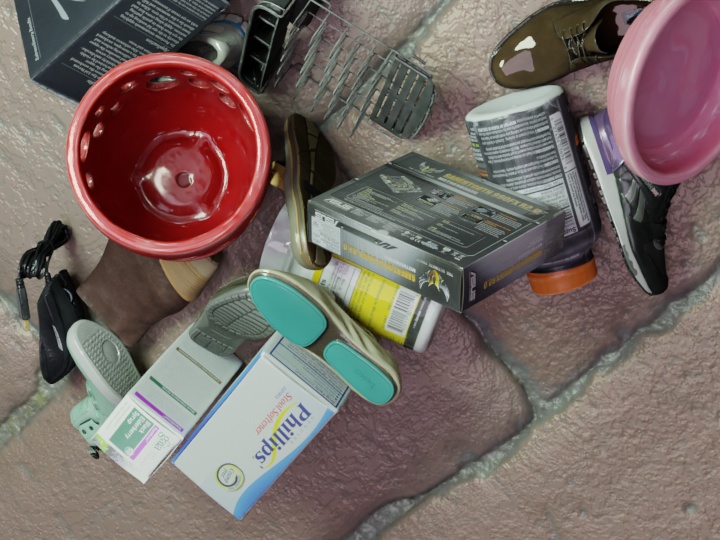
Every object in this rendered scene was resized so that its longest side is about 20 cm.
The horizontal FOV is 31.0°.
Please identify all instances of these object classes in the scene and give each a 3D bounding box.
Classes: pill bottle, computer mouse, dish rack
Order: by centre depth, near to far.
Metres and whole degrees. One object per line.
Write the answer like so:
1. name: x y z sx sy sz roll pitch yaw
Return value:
1. pill bottle: 0.182 -0.078 1.322 0.106 0.106 0.201 -13 106 20
2. dish rack: -0.022 -0.198 1.325 0.199 0.055 0.153 32 156 2
3. pill bottle: 0.000 0.000 1.397 0.199 0.114 0.115 23 114 7
4. computer mouse: -0.353 0.054 1.505 0.046 0.141 0.201 6 111 6

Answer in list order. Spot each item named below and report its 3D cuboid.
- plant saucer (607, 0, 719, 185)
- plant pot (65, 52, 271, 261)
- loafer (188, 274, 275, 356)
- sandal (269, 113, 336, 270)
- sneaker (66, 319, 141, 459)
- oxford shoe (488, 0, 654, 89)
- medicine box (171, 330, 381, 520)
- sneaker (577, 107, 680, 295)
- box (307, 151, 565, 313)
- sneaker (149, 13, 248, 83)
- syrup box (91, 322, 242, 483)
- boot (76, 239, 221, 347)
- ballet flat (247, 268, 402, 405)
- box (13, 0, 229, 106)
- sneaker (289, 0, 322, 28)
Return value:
1. plant saucer: 0.300 -0.182 1.224 0.051 0.200 0.202 31 121 44
2. plant pot: -0.189 -0.108 1.336 0.199 0.183 0.202 0 87 -2
3. loafer: -0.133 0.036 1.430 0.075 0.070 0.200 33 152 -17
4. sandal: -0.066 -0.083 1.348 0.054 0.201 0.080 -20 141 24
5. sneaker: -0.316 0.148 1.539 0.118 0.074 0.201 -16 126 23
6. oxford shoe: 0.213 -0.229 1.271 0.199 0.084 0.073 -22 104 23
7. medicine box: -0.088 0.141 1.425 0.103 0.200 0.182 40 115 -1
8. sneaker: 0.292 -0.073 1.313 0.087 0.076 0.201 -19 103 15
9. box: 0.071 -0.043 1.254 0.199 0.158 0.049 25 128 36
10. sneaker: -0.216 -0.224 1.394 0.199 0.087 0.075 -15 106 21
11. syrup box: -0.214 0.145 1.463 0.081 0.200 0.079 40 116 -1
12. boot: -0.275 -0.024 1.489 0.166 0.072 0.200 -38 99 22
13. ballet flat: -0.033 0.059 1.339 0.200 0.070 0.069 44 115 -12
14. box: -0.251 -0.285 1.335 0.200 0.104 0.149 -34 56 25
15. sneaker: -0.013 -0.326 1.309 0.090 0.076 0.200 27 119 -6
